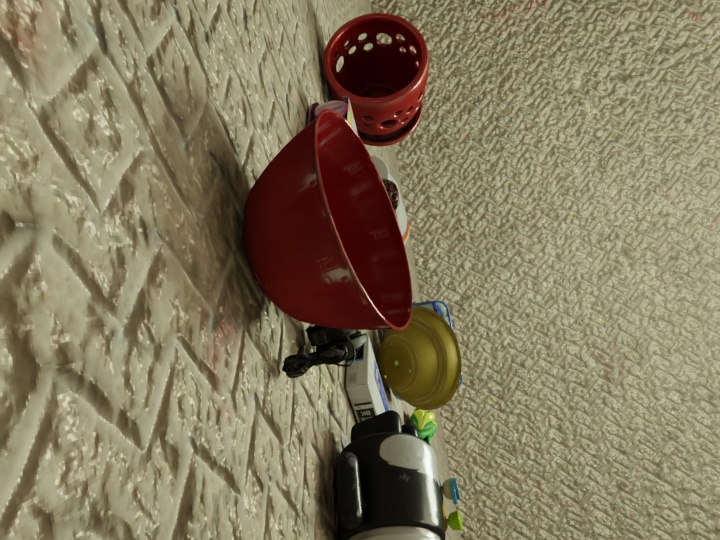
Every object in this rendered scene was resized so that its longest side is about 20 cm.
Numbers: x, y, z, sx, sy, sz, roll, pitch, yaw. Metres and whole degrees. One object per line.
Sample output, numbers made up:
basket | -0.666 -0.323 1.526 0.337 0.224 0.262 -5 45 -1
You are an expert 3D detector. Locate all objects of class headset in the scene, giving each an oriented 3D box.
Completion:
headset | -0.047 0.050 0.677 0.200 0.092 0.126 -119 -170 -67

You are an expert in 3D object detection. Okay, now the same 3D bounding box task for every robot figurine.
robot figurine | 0.031 0.269 0.712 0.126 0.147 0.203 113 -19 -45

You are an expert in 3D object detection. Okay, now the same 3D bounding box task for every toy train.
toy train | 0.159 0.526 1.281 0.085 0.113 0.204 -44 123 -79

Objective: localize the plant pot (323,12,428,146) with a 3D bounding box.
plant pot | 0.033 -0.362 1.215 0.183 0.196 0.205 78 4 -72

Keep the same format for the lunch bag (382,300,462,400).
lunch bag | 0.132 0.170 1.338 0.083 0.157 0.204 110 -27 -75

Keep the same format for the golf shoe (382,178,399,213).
golf shoe | -0.002 -0.029 0.841 0.092 0.071 0.203 67 46 -69

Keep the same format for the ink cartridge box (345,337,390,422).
ink cartridge box | 0.018 0.211 0.962 0.100 0.038 0.203 -88 164 -55

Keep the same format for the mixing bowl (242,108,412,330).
mixing bowl | -0.037 -0.030 0.567 0.201 0.107 0.203 55 25 -41

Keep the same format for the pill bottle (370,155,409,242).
pill bottle | 0.025 -0.116 1.143 0.201 0.107 0.112 62 19 -62

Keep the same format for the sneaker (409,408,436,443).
sneaker | 0.150 0.406 1.579 0.201 0.073 0.085 69 38 -65

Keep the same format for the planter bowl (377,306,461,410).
planter bowl | 0.093 0.175 1.203 0.082 0.198 0.205 -2 80 -45

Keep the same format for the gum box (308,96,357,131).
gum box | -0.036 -0.164 0.927 0.202 0.065 0.115 -89 167 -51
